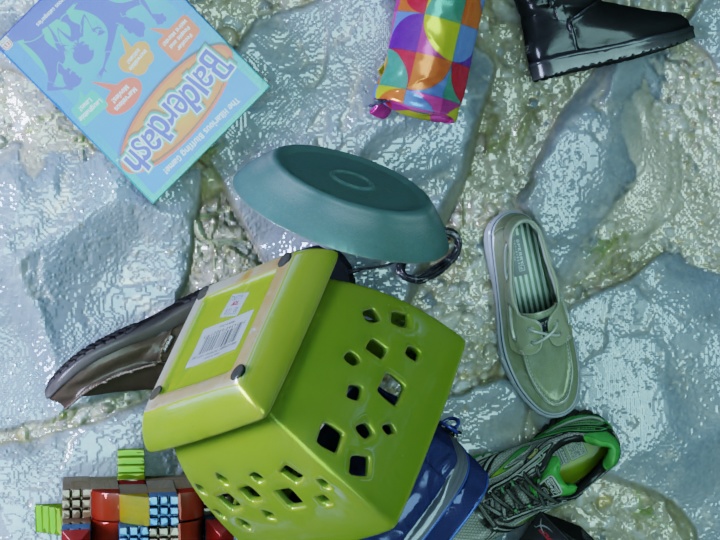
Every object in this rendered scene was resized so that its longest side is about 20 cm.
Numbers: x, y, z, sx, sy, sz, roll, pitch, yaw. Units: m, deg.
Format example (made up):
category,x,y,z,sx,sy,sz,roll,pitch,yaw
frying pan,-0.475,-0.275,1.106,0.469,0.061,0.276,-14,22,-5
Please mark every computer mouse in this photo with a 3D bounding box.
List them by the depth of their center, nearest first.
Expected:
category,x,y,z,sx,sy,sz,roll,pitch,yaw
computer mouse,0.000,0.000,1.774,0.199,0.034,0.059,-13,78,-12

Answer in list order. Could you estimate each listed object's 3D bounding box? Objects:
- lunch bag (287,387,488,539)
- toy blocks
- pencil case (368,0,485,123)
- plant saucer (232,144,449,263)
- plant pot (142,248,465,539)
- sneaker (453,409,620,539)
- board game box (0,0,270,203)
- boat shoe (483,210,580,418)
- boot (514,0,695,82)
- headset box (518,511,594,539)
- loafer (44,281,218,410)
category,x,y,z,sx,sy,sz,roll,pitch,yaw
lunch bag,0.020,0.207,1.730,0.132,0.136,0.200,40,89,-24
toy blocks,-0.189,0.218,1.702,0.199,0.137,0.100,0,93,-9
pencil case,0.065,-0.231,1.741,0.088,0.088,0.201,15,91,-9
plant saucer,-0.012,-0.066,1.679,0.199,0.200,0.036,15,110,-9
plant pot,-0.059,0.105,1.630,0.181,0.200,0.199,41,54,-25
sneaker,0.150,0.195,1.777,0.200,0.085,0.078,-33,97,-4
board game box,-0.204,-0.183,1.722,0.200,0.045,0.152,45,86,-9
boat shoe,0.158,0.043,1.780,0.072,0.062,0.201,-18,96,-7
boot,0.212,-0.290,1.772,0.164,0.066,0.201,-13,91,-9
headset box,0.168,0.346,1.738,0.075,0.149,0.200,25,104,-46
loafer,-0.187,0.079,1.725,0.199,0.073,0.071,-27,96,-6
